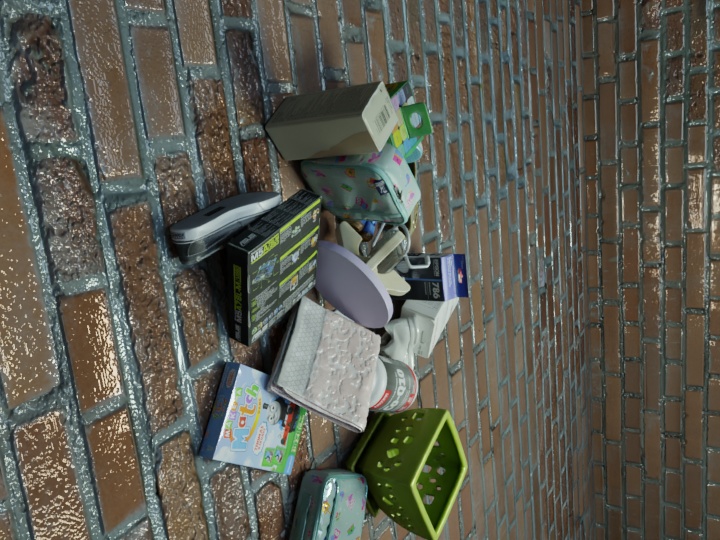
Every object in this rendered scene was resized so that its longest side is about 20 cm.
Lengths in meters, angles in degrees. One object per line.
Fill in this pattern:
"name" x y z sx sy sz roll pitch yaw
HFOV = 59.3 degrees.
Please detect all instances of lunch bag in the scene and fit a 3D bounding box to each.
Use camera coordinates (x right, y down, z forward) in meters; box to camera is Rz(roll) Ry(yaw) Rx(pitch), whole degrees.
"lunch bag" 0.003 -0.154 1.133 0.077 0.200 0.160 -57 139 -26
"lunch bag" -0.063 0.480 1.195 0.160 0.077 0.200 25 71 -54

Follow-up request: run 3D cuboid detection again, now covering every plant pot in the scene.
"plant pot" 0.093 0.415 1.334 0.199 0.181 0.200 -53 133 -41

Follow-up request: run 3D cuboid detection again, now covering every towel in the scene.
"towel" -0.054 0.161 1.119 0.191 0.032 0.200 30 48 -20

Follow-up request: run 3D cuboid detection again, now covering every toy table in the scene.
"toy table" 0.000 0.000 1.188 0.200 0.184 0.117 53 45 -13

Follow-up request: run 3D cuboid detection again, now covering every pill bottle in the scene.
"pill bottle" 0.023 0.226 1.277 0.200 0.114 0.114 24 72 -54

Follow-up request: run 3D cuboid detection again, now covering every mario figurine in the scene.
"mario figurine" 0.020 -0.160 1.311 0.200 0.106 0.123 -62 176 -18

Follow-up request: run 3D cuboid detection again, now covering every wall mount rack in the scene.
"wall mount rack" 0.071 -0.062 1.286 0.075 0.200 0.174 -6 70 -26

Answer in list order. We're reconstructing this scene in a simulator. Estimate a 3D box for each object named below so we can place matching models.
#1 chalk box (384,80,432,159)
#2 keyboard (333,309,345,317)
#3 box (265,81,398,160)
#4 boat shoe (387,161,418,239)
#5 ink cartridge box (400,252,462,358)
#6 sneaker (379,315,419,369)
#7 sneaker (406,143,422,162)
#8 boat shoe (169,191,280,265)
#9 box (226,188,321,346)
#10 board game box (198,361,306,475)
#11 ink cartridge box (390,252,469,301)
"chalk box" 0.034 -0.271 1.187 0.124 0.200 0.125 -52 132 -42
"keyboard" -0.070 0.120 1.228 0.200 0.011 0.056 -30 111 -52
"box" -0.050 -0.248 1.062 0.078 0.200 0.095 59 46 -39
"boat shoe" 0.093 -0.165 1.410 0.066 0.074 0.200 29 66 -71
"ink cartridge box" 0.165 0.080 1.470 0.200 0.083 0.147 -54 158 -40
"sneaker" 0.073 0.182 1.399 0.075 0.088 0.200 -110 -160 -52
"sneaker" 0.060 -0.332 1.348 0.200 0.080 0.131 38 45 -40
"boat shoe" -0.197 -0.066 0.967 0.199 0.074 0.068 -37 128 -47
"box" -0.137 -0.006 1.024 0.200 0.047 0.193 -46 149 -45
"board game box" -0.169 0.252 1.059 0.200 0.037 0.151 35 63 -51
"ink cartridge box" 0.129 0.013 1.348 0.039 0.200 0.100 -28 114 -56
